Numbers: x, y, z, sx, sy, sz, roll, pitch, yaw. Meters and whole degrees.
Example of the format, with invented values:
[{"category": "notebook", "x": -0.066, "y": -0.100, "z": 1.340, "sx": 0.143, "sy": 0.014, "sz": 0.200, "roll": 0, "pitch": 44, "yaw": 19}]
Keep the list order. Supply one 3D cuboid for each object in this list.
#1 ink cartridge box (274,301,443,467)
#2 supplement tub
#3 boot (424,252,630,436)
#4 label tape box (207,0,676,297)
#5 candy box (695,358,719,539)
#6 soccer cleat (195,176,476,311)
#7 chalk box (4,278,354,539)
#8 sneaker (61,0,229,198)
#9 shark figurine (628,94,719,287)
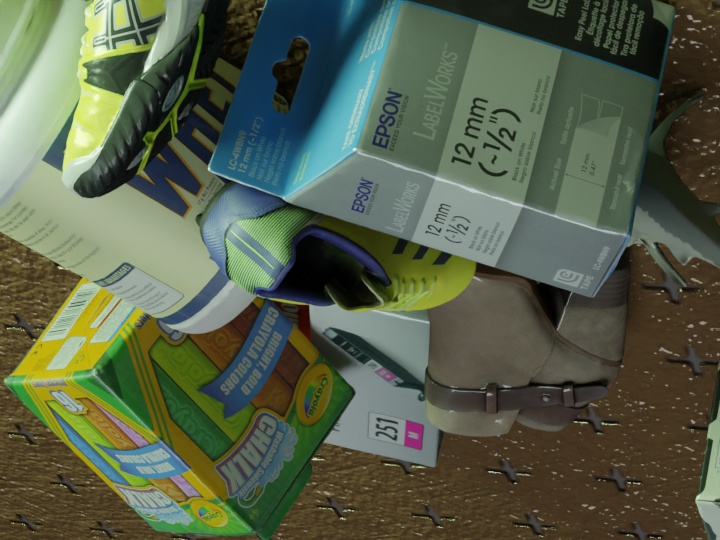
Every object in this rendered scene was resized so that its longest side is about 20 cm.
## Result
[{"category": "ink cartridge box", "x": -0.025, "y": 0.053, "z": 1.302, "sx": 0.173, "sy": 0.044, "sz": 0.200, "roll": 11, "pitch": 148, "yaw": 6}, {"category": "supplement tub", "x": -0.137, "y": -0.069, "z": 1.062, "sx": 0.200, "sy": 0.145, "sz": 0.145, "roll": 30, "pitch": 146, "yaw": -22}, {"category": "boot", "x": 0.067, "y": 0.036, "z": 1.170, "sx": 0.199, "sy": 0.070, "sz": 0.147, "roll": 12, "pitch": 129, "yaw": -11}, {"category": "label tape box", "x": 0.042, "y": -0.088, "z": 0.949, "sx": 0.199, "sy": 0.144, "sz": 0.066, "roll": 18, "pitch": 149, "yaw": -3}, {"category": "candy box", "x": 0.236, "y": 0.073, "z": 1.058, "sx": 0.061, "sy": 0.201, "sz": 0.137, "roll": 2, "pitch": 147, "yaw": 23}, {"category": "soccer cleat", "x": -0.001, "y": 0.001, "z": 1.008, "sx": 0.200, "sy": 0.084, "sz": 0.065, "roll": 14, "pitch": 116, "yaw": -49}, {"category": "chalk box", "x": -0.101, "y": 0.089, "z": 1.253, "sx": 0.200, "sy": 0.125, "sz": 0.124, "roll": 47, "pitch": 150, "yaw": -23}, {"category": "sneaker", "x": -0.106, "y": -0.132, "z": 0.952, "sx": 0.076, "sy": 0.201, "sz": 0.075, "roll": 26, "pitch": -170, "yaw": 6}, {"category": "shark figurine", "x": 0.166, "y": -0.045, "z": 1.000, "sx": 0.128, "sy": 0.090, "sz": 0.214, "roll": 37, "pitch": 180, "yaw": -24}]
